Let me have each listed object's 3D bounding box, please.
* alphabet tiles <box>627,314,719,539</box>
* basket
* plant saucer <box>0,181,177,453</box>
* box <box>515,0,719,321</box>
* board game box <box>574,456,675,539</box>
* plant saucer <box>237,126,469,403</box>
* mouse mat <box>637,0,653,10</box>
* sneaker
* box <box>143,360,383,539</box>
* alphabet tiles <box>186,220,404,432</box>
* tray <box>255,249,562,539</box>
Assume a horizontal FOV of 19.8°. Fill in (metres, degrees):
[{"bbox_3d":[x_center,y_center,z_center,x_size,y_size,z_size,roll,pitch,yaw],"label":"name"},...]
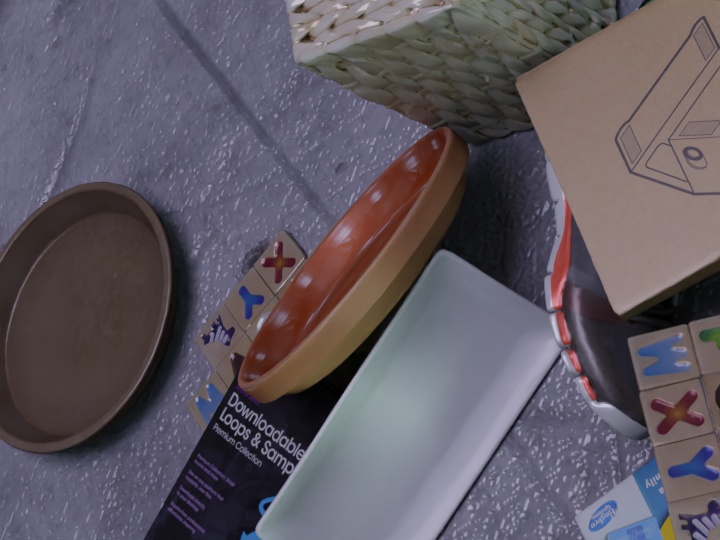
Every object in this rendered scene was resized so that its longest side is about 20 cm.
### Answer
[{"bbox_3d":[0.234,0.098,1.027,0.166,0.008,0.201,-14,55,6],"label":"alphabet tiles"},{"bbox_3d":[0.054,-0.166,1.226,0.135,0.199,0.124,-15,68,34],"label":"basket"},{"bbox_3d":[-0.201,0.035,1.467,0.199,0.029,0.202,-17,62,35],"label":"plant saucer"},{"bbox_3d":[0.198,-0.087,1.114,0.199,0.021,0.164,-29,57,14],"label":"box"},{"bbox_3d":[0.215,0.170,1.054,0.151,0.047,0.201,-40,51,20],"label":"board game box"},{"bbox_3d":[0.000,0.000,1.240,0.200,0.032,0.200,-48,11,12],"label":"plant saucer"},{"bbox_3d":[0.223,-0.086,1.155,0.199,0.007,0.162,2,80,46],"label":"mouse mat"},{"bbox_3d":[0.154,-0.008,1.150,0.082,0.077,0.202,-21,65,34],"label":"sneaker"},{"bbox_3d":[-0.063,0.160,1.289,0.143,0.036,0.201,32,93,43],"label":"box"},{"bbox_3d":[-0.034,0.069,1.329,0.167,0.006,0.200,-50,49,12],"label":"alphabet tiles"},{"bbox_3d":[0.029,0.091,1.208,0.201,0.107,0.022,-57,28,6],"label":"tray"}]
